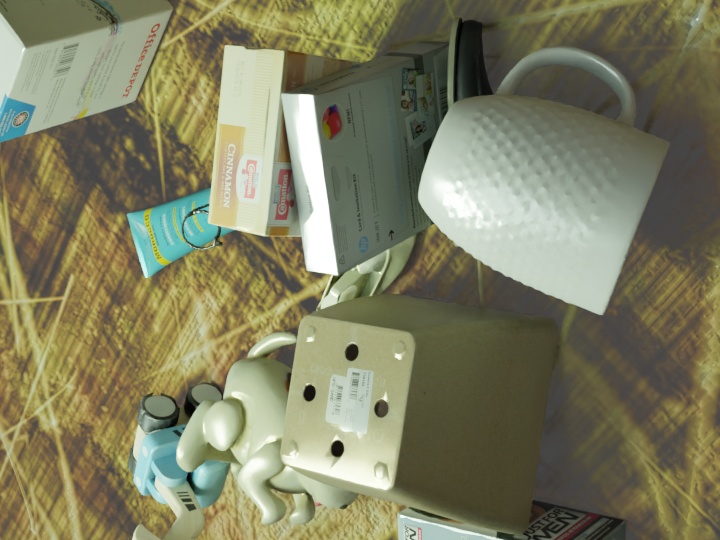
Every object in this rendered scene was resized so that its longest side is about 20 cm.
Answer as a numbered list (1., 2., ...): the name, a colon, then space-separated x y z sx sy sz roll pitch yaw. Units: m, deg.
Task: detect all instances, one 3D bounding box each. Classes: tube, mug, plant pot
1. tube: -0.200 -0.049 1.548 0.199 0.050 0.078 -19 83 50
2. mug: 0.152 -0.088 1.126 0.174 0.202 0.148 22 168 10
3. plant pot: 0.038 0.122 1.264 0.198 0.176 0.203 8 88 40

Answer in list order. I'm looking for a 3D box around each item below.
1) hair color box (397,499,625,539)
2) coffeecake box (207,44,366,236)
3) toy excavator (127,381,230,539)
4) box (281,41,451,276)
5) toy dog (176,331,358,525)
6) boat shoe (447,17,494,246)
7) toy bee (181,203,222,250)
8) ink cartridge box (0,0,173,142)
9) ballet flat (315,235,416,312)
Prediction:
1. hair color box: 0.143 0.262 1.323 0.198 0.099 0.061 6 105 36
2. coffeecake box: -0.037 -0.112 1.232 0.072 0.199 0.156 12 98 37
3. toy excavator: -0.199 0.239 1.552 0.200 0.193 0.101 46 133 36
4. box: 0.019 -0.102 1.212 0.041 0.199 0.158 7 115 37
5. toy dog: -0.061 0.180 1.476 0.198 0.139 0.196 19 79 36
6. boat shoe: 0.108 -0.122 1.223 0.062 0.074 0.204 -3 102 13
7. toy bee: -0.088 -0.112 1.390 0.198 0.109 0.132 -24 84 20
8. ink cartridge box: -0.330 -0.253 1.460 0.145 0.199 0.148 50 134 16
9. ballet flat: 0.000 0.000 1.370 0.069 0.069 0.201 40 130 21
